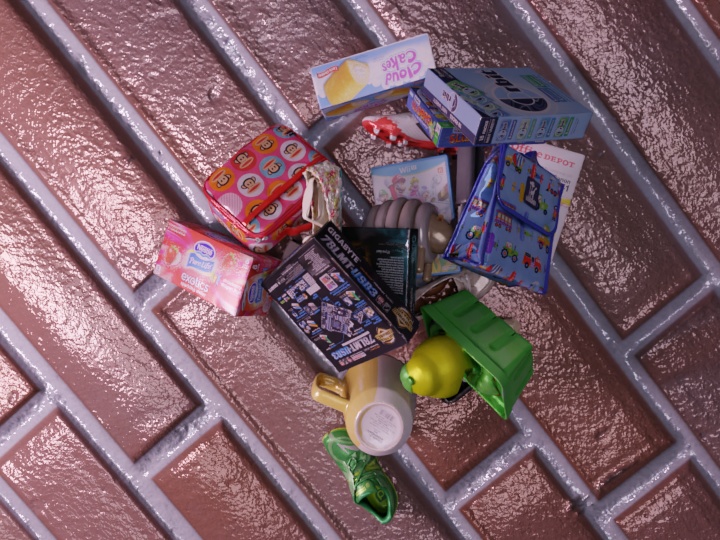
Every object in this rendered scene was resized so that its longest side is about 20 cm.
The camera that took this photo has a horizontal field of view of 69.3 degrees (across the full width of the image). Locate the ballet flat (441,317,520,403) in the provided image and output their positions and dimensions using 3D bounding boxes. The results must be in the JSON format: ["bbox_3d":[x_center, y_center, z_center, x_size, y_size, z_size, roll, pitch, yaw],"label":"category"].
[{"bbox_3d":[0.221,0.170,0.948,0.066,0.057,0.201,41,95,-4],"label":"ballet flat"}]

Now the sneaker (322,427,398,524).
[{"bbox_3d":[0.006,0.375,0.960,0.074,0.084,0.201,-38,93,5],"label":"sneaker"}]

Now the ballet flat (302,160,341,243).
[{"bbox_3d":[-0.062,-0.069,0.812,0.063,0.075,0.206,-3,88,-37],"label":"ballet flat"}]

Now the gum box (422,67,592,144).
[{"bbox_3d":[0.218,-0.255,0.790,0.195,0.171,0.045,-8,134,-20],"label":"gum box"}]

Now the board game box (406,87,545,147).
[{"bbox_3d":[0.188,-0.250,0.842,0.195,0.137,0.035,-7,134,-18],"label":"board game box"}]

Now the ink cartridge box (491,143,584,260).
[{"bbox_3d":[0.279,-0.117,0.904,0.144,0.086,0.205,16,98,0],"label":"ink cartridge box"}]

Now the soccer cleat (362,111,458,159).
[{"bbox_3d":[0.101,-0.254,0.906,0.195,0.069,0.088,11,87,-3],"label":"soccer cleat"}]

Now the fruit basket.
[{"bbox_3d":[0.158,0.153,0.859,0.211,0.219,0.157,-20,138,3],"label":"fruit basket"}]

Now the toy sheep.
[{"bbox_3d":[0.064,-0.054,0.865,0.195,0.137,0.142,3,97,22],"label":"toy sheep"}]

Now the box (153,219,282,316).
[{"bbox_3d":[-0.241,-0.006,0.886,0.197,0.095,0.102,23,96,25],"label":"box"}]

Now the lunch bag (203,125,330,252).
[{"bbox_3d":[-0.142,-0.129,0.869,0.175,0.082,0.200,40,68,13],"label":"lunch bag"}]

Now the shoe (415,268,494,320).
[{"bbox_3d":[0.155,0.046,0.938,0.196,0.053,0.071,-23,95,3],"label":"shoe"}]

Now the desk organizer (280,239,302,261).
[{"bbox_3d":[-0.053,0.022,0.932,0.196,0.072,0.078,26,93,-2],"label":"desk organizer"}]

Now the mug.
[{"bbox_3d":[0.015,0.247,0.913,0.182,0.153,0.153,-13,96,3],"label":"mug"}]

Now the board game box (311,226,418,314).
[{"bbox_3d":[0.000,0.000,0.825,0.196,0.028,0.139,6,96,38],"label":"board game box"}]

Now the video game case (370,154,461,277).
[{"bbox_3d":[0.098,-0.091,0.925,0.139,0.018,0.206,-6,96,19],"label":"video game case"}]

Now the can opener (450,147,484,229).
[{"bbox_3d":[0.173,-0.120,0.868,0.052,0.066,0.206,11,82,-42],"label":"can opener"}]

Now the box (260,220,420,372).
[{"bbox_3d":[-0.038,0.050,0.785,0.199,0.199,0.050,47,52,-8],"label":"box"}]

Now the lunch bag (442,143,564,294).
[{"bbox_3d":[0.236,-0.086,0.808,0.148,0.094,0.205,19,87,-29],"label":"lunch bag"}]

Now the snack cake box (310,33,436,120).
[{"bbox_3d":[0.022,-0.320,0.873,0.195,0.115,0.069,-16,95,3],"label":"snack cake box"}]
